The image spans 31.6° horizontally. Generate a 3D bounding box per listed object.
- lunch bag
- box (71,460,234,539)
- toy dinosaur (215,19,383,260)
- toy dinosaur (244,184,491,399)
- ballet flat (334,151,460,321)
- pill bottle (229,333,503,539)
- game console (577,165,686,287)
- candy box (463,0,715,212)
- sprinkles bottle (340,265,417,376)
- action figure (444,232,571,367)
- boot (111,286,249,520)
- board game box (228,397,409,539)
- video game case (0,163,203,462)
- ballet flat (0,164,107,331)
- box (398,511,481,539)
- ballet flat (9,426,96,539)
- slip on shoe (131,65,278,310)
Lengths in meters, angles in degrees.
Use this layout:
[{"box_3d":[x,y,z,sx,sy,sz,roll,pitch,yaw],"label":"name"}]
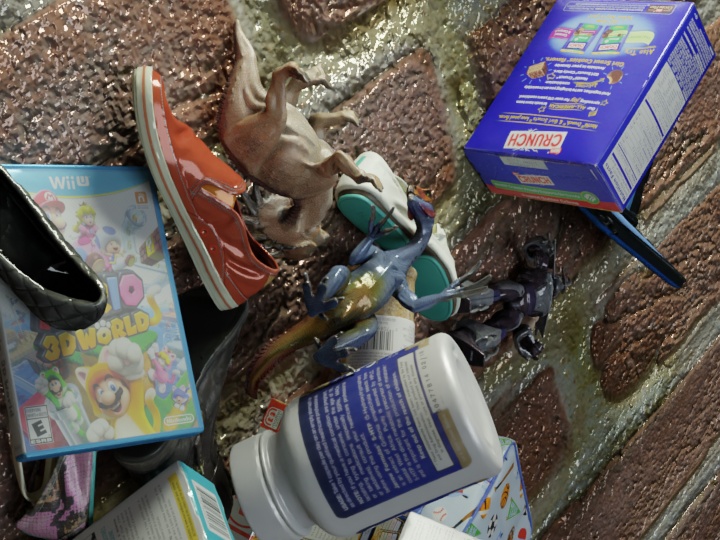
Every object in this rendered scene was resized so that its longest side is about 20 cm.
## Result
[{"box_3d":[0.115,0.260,1.287,0.161,0.075,0.201,-57,149,-33],"label":"lunch bag"},{"box_3d":[-0.184,0.233,0.919,0.199,0.083,0.049,-37,136,7],"label":"box"},{"box_3d":[-0.069,-0.091,1.019,0.135,0.086,0.201,-31,110,16],"label":"toy dinosaur"},{"box_3d":[0.000,0.000,1.060,0.106,0.198,0.182,64,27,-14],"label":"toy dinosaur"},{"box_3d":[0.045,-0.034,1.166,0.070,0.069,0.200,-55,133,-18],"label":"ballet flat"},{"box_3d":[0.002,0.142,1.012,0.198,0.120,0.120,-24,129,10],"label":"pill bottle"},{"box_3d":[0.289,-0.101,1.361,0.119,0.171,0.199,-48,137,12],"label":"game console"},{"box_3d":[0.219,-0.162,1.226,0.201,0.168,0.077,-55,130,-18],"label":"candy box"},{"box_3d":[0.015,0.096,1.120,0.068,0.068,0.203,16,71,-47],"label":"sprinkles bottle"},{"box_3d":[0.157,0.034,1.294,0.199,0.069,0.132,-19,110,-45],"label":"action figure"},{"box_3d":[-0.133,0.132,1.026,0.175,0.068,0.201,77,31,-46],"label":"boot"},{"box_3d":[-0.034,0.221,1.163,0.199,0.046,0.153,33,77,-46],"label":"board game box"},{"box_3d":[-0.190,0.024,0.890,0.142,0.018,0.203,-3,74,-41],"label":"video game case"},{"box_3d":[-0.237,-0.042,0.825,0.200,0.057,0.067,46,52,-13],"label":"ballet flat"},{"box_3d":[0.057,0.341,1.179,0.113,0.100,0.202,-62,169,-47],"label":"box"},{"box_3d":[-0.219,0.100,0.931,0.070,0.069,0.203,8,97,-27],"label":"ballet flat"},{"box_3d":[-0.119,-0.065,0.957,0.061,0.074,0.202,-23,115,1],"label":"slip on shoe"}]
